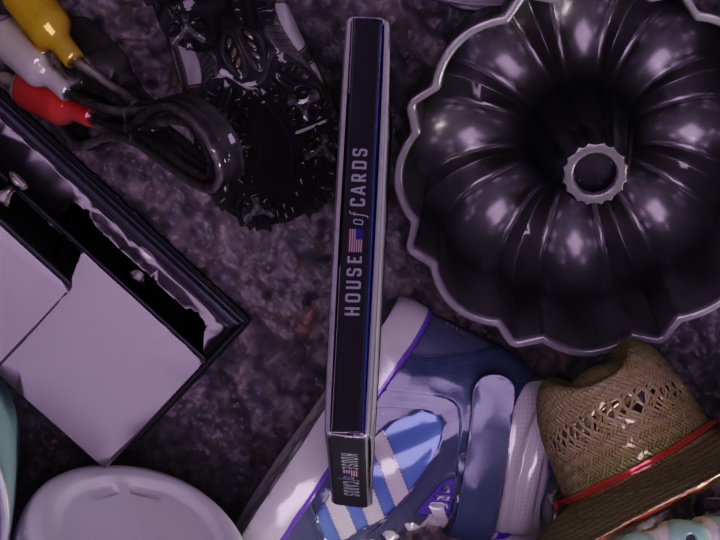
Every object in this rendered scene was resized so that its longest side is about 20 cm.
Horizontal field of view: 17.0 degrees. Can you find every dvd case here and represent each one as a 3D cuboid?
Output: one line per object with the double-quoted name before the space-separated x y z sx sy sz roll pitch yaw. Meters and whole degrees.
"dvd case" 0.000 0.000 1.161 0.025 0.150 0.202 3 72 2

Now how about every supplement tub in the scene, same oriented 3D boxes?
"supplement tub" -0.138 0.208 1.230 0.122 0.123 0.201 17 123 -6

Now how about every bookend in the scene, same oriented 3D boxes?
"bookend" -0.155 0.012 1.170 0.199 0.200 0.092 43 97 -10

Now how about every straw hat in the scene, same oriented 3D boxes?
"straw hat" 0.131 0.081 1.198 0.200 0.201 0.086 -29 81 3

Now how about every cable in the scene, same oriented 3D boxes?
"cable" -0.125 -0.074 1.173 0.050 0.200 0.098 -21 131 -25

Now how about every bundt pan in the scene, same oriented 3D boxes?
"bundt pan" 0.114 -0.063 1.218 0.200 0.076 0.203 -1 115 -2

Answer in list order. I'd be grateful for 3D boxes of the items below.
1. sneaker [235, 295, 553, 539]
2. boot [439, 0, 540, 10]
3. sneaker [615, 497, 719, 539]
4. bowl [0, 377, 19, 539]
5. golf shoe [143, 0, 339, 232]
"sneaker" 0.027 0.128 1.263 0.146 0.081 0.201 34 93 -5
"boot" 0.022 -0.171 1.192 0.198 0.096 0.074 13 101 -5
"sneaker" 0.173 0.157 1.248 0.199 0.140 0.078 13 91 -32
"bowl" -0.251 0.090 1.215 0.199 0.105 0.202 5 110 13
"golf shoe" -0.059 -0.112 1.197 0.077 0.095 0.201 -15 131 0
